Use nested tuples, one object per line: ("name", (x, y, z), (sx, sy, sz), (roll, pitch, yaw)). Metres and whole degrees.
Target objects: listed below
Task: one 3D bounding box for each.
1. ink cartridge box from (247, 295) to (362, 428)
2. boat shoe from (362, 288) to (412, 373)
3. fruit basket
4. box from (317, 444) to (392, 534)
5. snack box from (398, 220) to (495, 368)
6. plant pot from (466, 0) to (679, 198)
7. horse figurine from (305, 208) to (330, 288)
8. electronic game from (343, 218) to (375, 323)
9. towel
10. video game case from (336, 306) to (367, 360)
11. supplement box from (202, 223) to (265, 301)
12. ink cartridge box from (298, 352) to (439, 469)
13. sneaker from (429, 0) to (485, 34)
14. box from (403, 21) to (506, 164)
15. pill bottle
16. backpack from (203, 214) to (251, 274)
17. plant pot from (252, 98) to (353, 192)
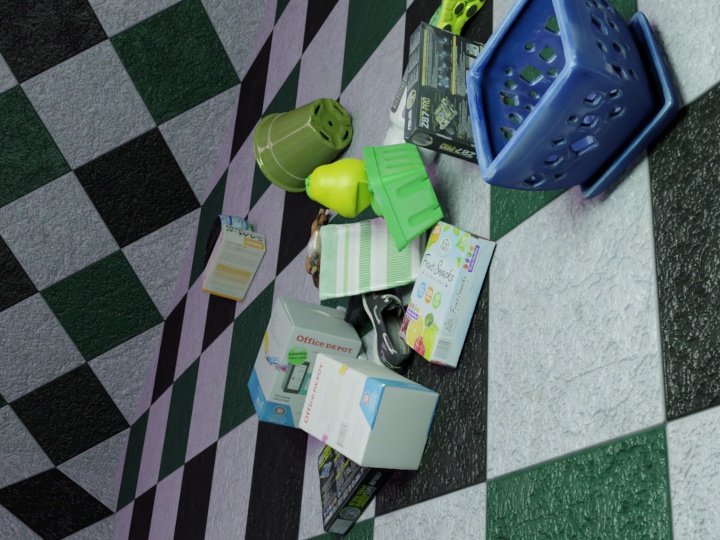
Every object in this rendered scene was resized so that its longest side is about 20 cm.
("ink cartridge box", (-0.109, 0.178, 1.797), (0.146, 0.145, 0.202), (-125, 52, -63))
("boat shoe", (0.049, 0.080, 1.620), (0.060, 0.073, 0.202), (-51, 34, 45))
("fruit basket", (0.019, -0.125, 1.552), (0.157, 0.214, 0.216), (66, 171, -22))
("box", (-0.014, 0.340, 1.650), (0.161, 0.044, 0.201), (-99, 31, -48))
("snack box", (0.132, 0.033, 1.466), (0.142, 0.052, 0.202), (33, 107, 68))
("plant pot", (0.257, -0.215, 1.133), (0.200, 0.178, 0.202), (126, 149, -44))
("horse figurine", (-0.092, -0.048, 2.086), (0.133, 0.049, 0.203), (142, 133, -76))
("electronic game", (0.000, 0.000, 1.764), (0.200, 0.041, 0.202), (15, -90, -89))
("towel", (0.023, -0.032, 1.646), (0.023, 0.198, 0.154), (59, -154, -54))
("video game case", (-0.049, 0.197, 1.863), (0.200, 0.023, 0.183), (-117, 45, -60))
("supplement box", (-0.360, -0.021, 2.657), (0.074, 0.125, 0.201), (-100, 33, -51))
("ink cartridge box", (0.004, 0.218, 1.498), (0.199, 0.124, 0.130), (21, 96, 51))
("sneaker", (0.162, -0.464, 1.685), (0.201, 0.073, 0.084), (-62, 29, 33))
("box", (0.152, -0.274, 1.467), (0.049, 0.160, 0.202), (141, 138, -57))
("pill bottle", (0.117, -0.295, 1.635), (0.113, 0.112, 0.202), (-121, 49, -62))
("backpack", (-0.397, -0.072, 2.792), (0.164, 0.152, 0.202), (-101, 11, -53))
("plant pot", (-0.117, -0.308, 2.183), (0.189, 0.199, 0.202), (-23, 54, 48))
